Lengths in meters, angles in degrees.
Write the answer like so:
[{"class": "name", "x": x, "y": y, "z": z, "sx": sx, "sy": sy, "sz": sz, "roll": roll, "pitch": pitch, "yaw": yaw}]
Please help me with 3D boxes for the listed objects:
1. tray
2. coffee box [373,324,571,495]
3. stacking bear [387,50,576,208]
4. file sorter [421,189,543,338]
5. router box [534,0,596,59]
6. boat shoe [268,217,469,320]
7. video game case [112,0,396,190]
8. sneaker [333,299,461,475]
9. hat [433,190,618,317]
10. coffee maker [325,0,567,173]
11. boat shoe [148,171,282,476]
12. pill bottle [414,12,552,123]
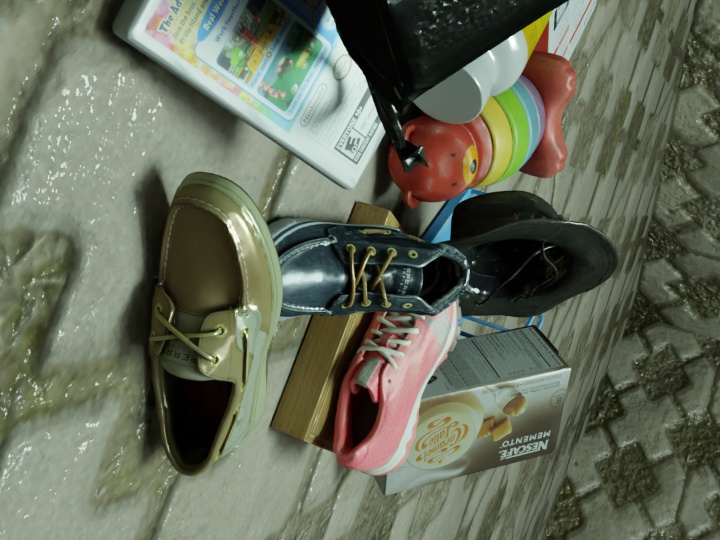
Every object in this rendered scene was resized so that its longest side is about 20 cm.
[{"class": "tray", "x": -0.010, "y": 0.053, "z": 0.840, "sx": 0.203, "sy": 0.036, "sz": 0.099, "roll": -69, "pitch": 158, "yaw": -10}, {"class": "coffee box", "x": 0.103, "y": 0.139, "z": 0.977, "sx": 0.196, "sy": 0.080, "sz": 0.116, "roll": -8, "pitch": 124, "yaw": -20}, {"class": "stacking bear", "x": 0.101, "y": -0.123, "z": 0.889, "sx": 0.199, "sy": 0.112, "sz": 0.124, "roll": -32, "pitch": 133, "yaw": -44}, {"class": "file sorter", "x": 0.139, "y": 0.032, "z": 1.080, "sx": 0.139, "sy": 0.121, "sz": 0.203, "roll": -52, "pitch": 150, "yaw": -44}, {"class": "router box", "x": 0.234, "y": -0.334, "z": 1.141, "sx": 0.202, "sy": 0.048, "sz": 0.181, "roll": -59, "pitch": 155, "yaw": -32}, {"class": "boat shoe", "x": 0.000, "y": 0.000, "z": 0.709, "sx": 0.199, "sy": 0.090, "sz": 0.072, "roll": -12, "pitch": 111, "yaw": -53}, {"class": "video game case", "x": -0.017, "y": -0.171, "z": 0.530, "sx": 0.181, "sy": 0.024, "sz": 0.202, "roll": 29, "pitch": 89, "yaw": -45}, {"class": "sneaker", "x": 0.028, "y": 0.076, "z": 0.804, "sx": 0.087, "sy": 0.073, "sz": 0.204, "roll": 16, "pitch": 90, "yaw": -65}, {"class": "hat", "x": 0.135, "y": -0.027, "z": 0.897, "sx": 0.201, "sy": 0.196, "sz": 0.082, "roll": 62, "pitch": 20, "yaw": -61}, {"class": "coffee maker", "x": 0.075, "y": -0.183, "z": 0.482, "sx": 0.198, "sy": 0.136, "sz": 0.193, "roll": -28, "pitch": 158, "yaw": -7}, {"class": "boat shoe", "x": -0.091, "y": 0.041, "z": 0.573, "sx": 0.067, "sy": 0.073, "sz": 0.203, "roll": -55, "pitch": 153, "yaw": -50}, {"class": "pill bottle", "x": 0.109, "y": -0.223, "z": 0.834, "sx": 0.202, "sy": 0.103, "sz": 0.105, "roll": -61, "pitch": 156, "yaw": -29}]
